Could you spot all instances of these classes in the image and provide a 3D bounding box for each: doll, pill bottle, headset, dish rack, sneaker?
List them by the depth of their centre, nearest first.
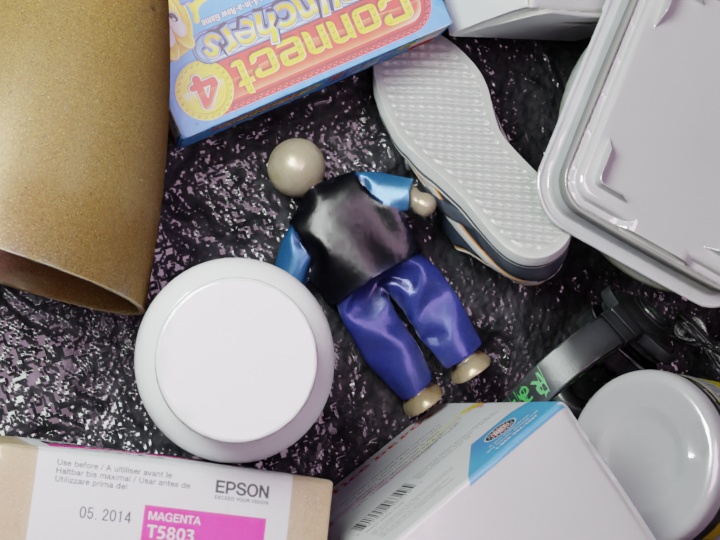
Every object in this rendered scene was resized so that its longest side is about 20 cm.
[{"bbox_3d":[-0.076,0.054,0.987,0.118,0.200,0.121,0,86,-5],"label":"pill bottle"},{"bbox_3d":[0.220,-0.094,1.078,0.171,0.043,0.201,27,77,-16],"label":"dish rack"},{"bbox_3d":[0.238,0.133,1.099,0.199,0.114,0.116,14,79,-48],"label":"pill bottle"},{"bbox_3d":[0.000,0.000,1.104,0.136,0.048,0.201,-33,94,4],"label":"doll"},{"bbox_3d":[0.177,0.073,1.119,0.199,0.124,0.094,-24,65,-42],"label":"headset"},{"bbox_3d":[0.071,-0.072,1.127,0.078,0.080,0.201,-28,68,-10],"label":"sneaker"}]

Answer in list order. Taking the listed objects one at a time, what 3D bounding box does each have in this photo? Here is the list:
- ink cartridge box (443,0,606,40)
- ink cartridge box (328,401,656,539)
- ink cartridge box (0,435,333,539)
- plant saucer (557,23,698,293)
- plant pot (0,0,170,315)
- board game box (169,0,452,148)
[{"bbox_3d":[0.119,-0.262,1.127,0.144,0.083,0.202,-6,86,-43],"label":"ink cartridge box"},{"bbox_3d":[0.071,0.181,1.031,0.146,0.200,0.147,-37,98,-17],"label":"ink cartridge box"},{"bbox_3d":[-0.132,0.147,0.988,0.198,0.165,0.076,10,82,-17],"label":"ink cartridge box"},{"bbox_3d":[0.218,-0.083,1.130,0.198,0.050,0.202,1,87,-18],"label":"plant saucer"},{"bbox_3d":[-0.188,-0.096,0.981,0.185,0.186,0.202,19,79,-15],"label":"plant pot"},{"bbox_3d":[-0.068,-0.211,1.083,0.199,0.056,0.197,-24,92,-9],"label":"board game box"}]
